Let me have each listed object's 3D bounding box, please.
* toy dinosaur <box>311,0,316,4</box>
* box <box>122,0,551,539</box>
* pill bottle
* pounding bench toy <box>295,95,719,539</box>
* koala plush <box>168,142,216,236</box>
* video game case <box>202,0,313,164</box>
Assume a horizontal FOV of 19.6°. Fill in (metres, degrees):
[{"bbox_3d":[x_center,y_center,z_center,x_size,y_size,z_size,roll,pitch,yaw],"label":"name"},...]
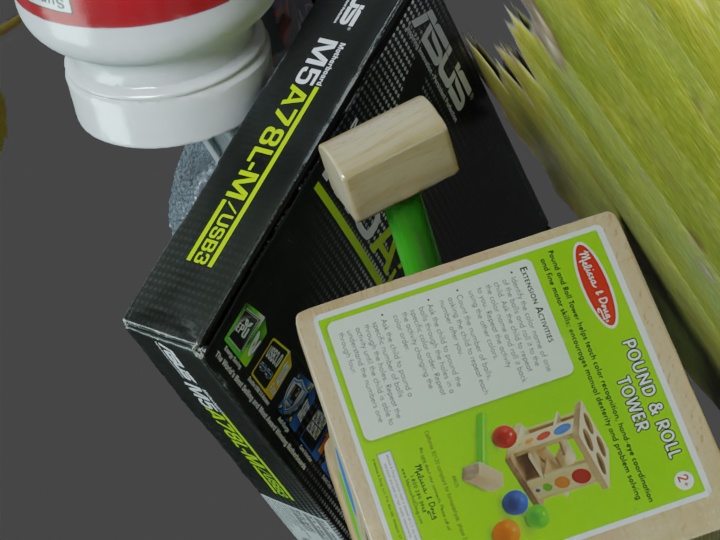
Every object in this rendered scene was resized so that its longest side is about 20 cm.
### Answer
[{"bbox_3d":[0.003,-0.122,0.995,0.088,0.047,0.200,49,177,40],"label":"toy dinosaur"},{"bbox_3d":[0.000,0.000,0.895,0.047,0.194,0.200,18,156,32],"label":"box"},{"bbox_3d":[-0.089,-0.154,0.809,0.112,0.112,0.201,-123,20,-53],"label":"pill bottle"},{"bbox_3d":[0.046,0.051,0.808,0.156,0.123,0.201,83,168,-65],"label":"pounding bench toy"},{"bbox_3d":[-0.064,-0.127,1.361,0.177,0.183,0.201,-123,12,-80],"label":"koala plush"},{"bbox_3d":[-0.059,-0.149,1.002,0.183,0.023,0.201,58,-149,-38],"label":"video game case"}]
